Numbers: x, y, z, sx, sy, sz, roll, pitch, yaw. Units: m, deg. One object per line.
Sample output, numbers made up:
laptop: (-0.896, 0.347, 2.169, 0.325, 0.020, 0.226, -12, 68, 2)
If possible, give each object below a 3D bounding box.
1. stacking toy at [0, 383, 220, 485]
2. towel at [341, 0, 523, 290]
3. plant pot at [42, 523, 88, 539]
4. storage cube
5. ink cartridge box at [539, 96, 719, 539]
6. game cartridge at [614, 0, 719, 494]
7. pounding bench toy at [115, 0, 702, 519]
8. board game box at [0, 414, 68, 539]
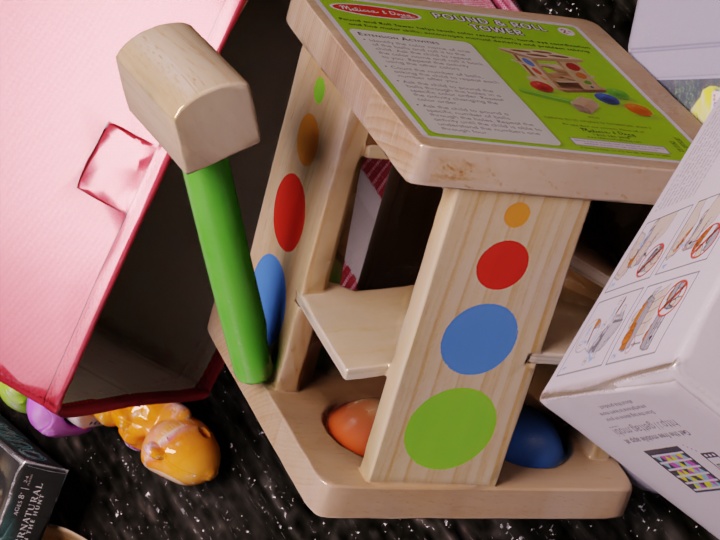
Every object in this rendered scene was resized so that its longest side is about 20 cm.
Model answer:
stacking toy: (-0.134, 0.031, 0.937, 0.200, 0.116, 0.110, 42, 106, 23)
towel: (0.000, -0.042, 0.867, 0.200, 0.023, 0.144, -50, 54, 25)
plant pot: (-0.147, 0.218, 0.955, 0.199, 0.027, 0.201, -7, 79, 40)
storage cube: (-0.125, -0.063, 0.804, 0.179, 0.171, 0.201, 28, 96, 14)
ink cartridge box: (0.180, 0.004, 0.584, 0.200, 0.175, 0.084, -56, 11, -19)
game cartridge: (0.132, -0.017, 0.705, 0.133, 0.041, 0.201, -174, 87, -68)
pounding bench toy: (0.000, 0.000, 0.709, 0.124, 0.199, 0.157, 55, 135, 52)
board game box: (-0.219, 0.119, 1.005, 0.200, 0.028, 0.136, 28, 99, 51)
